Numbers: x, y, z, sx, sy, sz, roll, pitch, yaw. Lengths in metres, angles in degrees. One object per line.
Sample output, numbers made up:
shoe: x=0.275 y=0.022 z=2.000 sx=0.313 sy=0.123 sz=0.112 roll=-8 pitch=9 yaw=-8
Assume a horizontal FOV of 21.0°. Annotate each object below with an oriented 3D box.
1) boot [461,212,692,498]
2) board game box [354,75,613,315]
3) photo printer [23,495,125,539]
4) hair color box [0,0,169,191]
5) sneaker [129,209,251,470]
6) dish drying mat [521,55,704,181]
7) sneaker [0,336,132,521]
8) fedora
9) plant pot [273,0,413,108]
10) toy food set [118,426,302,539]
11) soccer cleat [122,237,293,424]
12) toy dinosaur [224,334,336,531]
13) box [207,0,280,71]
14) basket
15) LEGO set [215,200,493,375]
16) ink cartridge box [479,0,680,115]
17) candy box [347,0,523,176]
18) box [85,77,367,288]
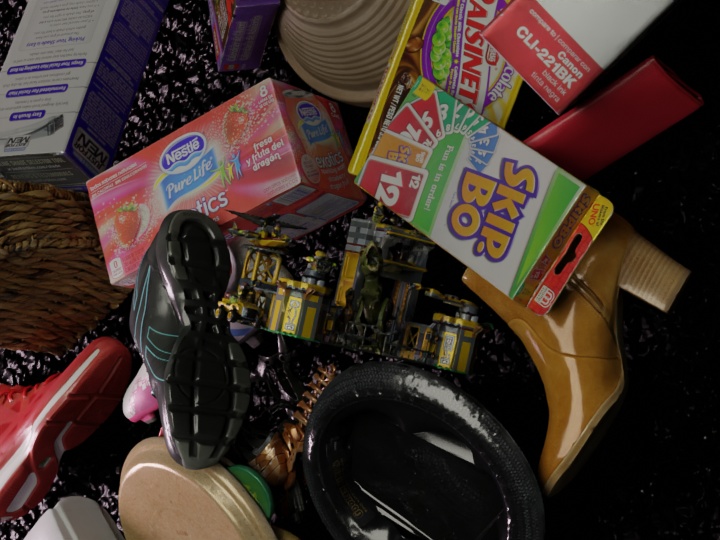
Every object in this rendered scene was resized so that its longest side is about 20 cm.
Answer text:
boot: x=0.132 y=0.046 z=1.397 sx=0.144 sy=0.071 sz=0.202 roll=29 pitch=87 yaw=15
board game box: x=0.086 y=-0.055 z=1.392 sx=0.200 sy=0.030 sz=0.096 roll=37 pitch=99 yaw=36
photo printer: x=-0.249 y=0.311 z=1.600 sx=0.200 sy=0.069 sz=0.167 roll=-51 pitch=58 yaw=28
hair color box: x=-0.247 y=-0.165 z=1.654 sx=0.109 sy=0.065 sz=0.201 roll=-1 pitch=59 yaw=32
sneaker: x=-0.132 y=0.057 z=1.472 sx=0.079 sy=0.075 sz=0.201 roll=-30 pitch=57 yaw=48
dish drying mat: x=0.150 y=-0.088 z=1.421 sx=0.200 sy=0.077 sz=0.018 roll=-32 pitch=56 yaw=24
sneaker: x=-0.287 y=0.109 z=1.667 sx=0.200 sy=0.078 sz=0.116 roll=-50 pitch=62 yaw=15
fedora: x=0.059 y=0.145 z=1.419 sx=0.200 sy=0.092 sz=0.202 roll=12 pitch=114 yaw=27
plant pot: x=-0.001 y=-0.235 z=1.530 sx=0.200 sy=0.093 sz=0.202 roll=-5 pitch=80 yaw=30
toy food set: x=-0.115 y=0.209 z=1.509 sx=0.200 sy=0.049 sz=0.198 roll=-27 pitch=94 yaw=53
soccer cleat: x=-0.133 y=0.045 z=1.567 sx=0.200 sy=0.070 sz=0.086 roll=-38 pitch=92 yaw=28
toy dinosaur: x=-0.065 y=0.128 z=1.508 sx=0.200 sy=0.102 sz=0.136 roll=-39 pitch=66 yaw=27
box: x=-0.106 y=-0.280 z=1.583 sx=0.039 sy=0.137 sz=0.201 roll=-6 pitch=75 yaw=-11
basket: x=-0.295 y=-0.033 z=1.619 sx=0.143 sy=0.200 sz=0.149 roll=-42 pitch=63 yaw=21
LEGO set: x=0.000 y=0.000 z=1.438 sx=0.154 sy=0.199 sz=0.116 roll=-171 pitch=94 yaw=-69
ink cartridge box: x=0.192 y=-0.214 z=1.364 sx=0.084 sy=0.144 sz=0.200 roll=45 pitch=109 yaw=2
candy box: x=0.072 y=-0.150 z=1.476 sx=0.102 sy=0.026 sz=0.201 roll=20 pitch=95 yaw=-11
box: x=-0.109 y=-0.063 z=1.566 sx=0.199 sy=0.102 sz=0.095 roll=-27 pitch=69 yaw=28
